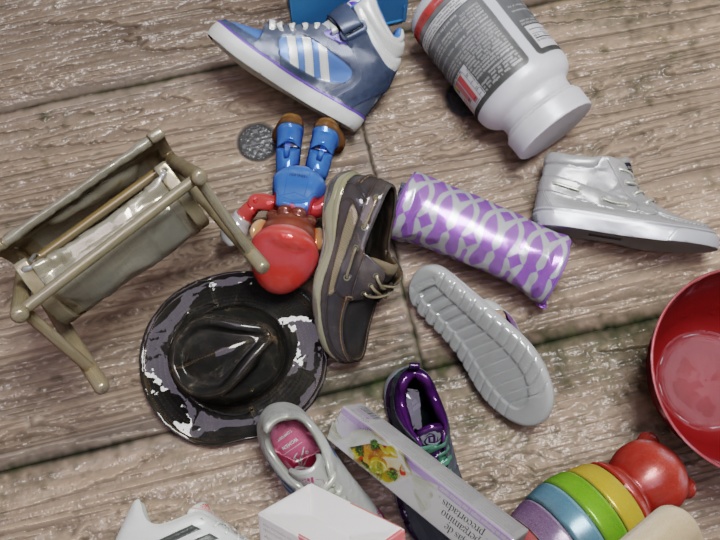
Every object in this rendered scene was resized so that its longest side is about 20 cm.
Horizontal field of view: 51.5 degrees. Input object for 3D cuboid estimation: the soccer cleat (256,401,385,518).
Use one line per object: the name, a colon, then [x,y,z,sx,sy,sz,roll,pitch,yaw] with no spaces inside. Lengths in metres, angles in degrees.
soccer cleat: [-0.036,0.216,0.720,0.070,0.086,0.200,-37,88,-10]

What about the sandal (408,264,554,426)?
sandal: [0.135,0.069,0.784,0.203,0.082,0.050,52,37,12]

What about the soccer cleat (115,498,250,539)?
soccer cleat: [-0.138,0.270,0.723,0.199,0.069,0.085,7,62,-1]

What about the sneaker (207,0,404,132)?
sneaker: [-0.048,-0.262,0.824,0.200,0.081,0.147,30,95,-13]

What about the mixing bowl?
mixing bowl: [0.370,0.105,0.753,0.200,0.108,0.201,0,77,-2]

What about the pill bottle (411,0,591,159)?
pill bottle: [0.156,-0.230,0.829,0.116,0.116,0.200,-33,79,-9]

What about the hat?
hat: [-0.134,0.082,0.761,0.200,0.081,0.201,0,75,-1]

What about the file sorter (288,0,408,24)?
file sorter: [-0.026,-0.368,0.818,0.138,0.200,0.123,-15,74,-5]

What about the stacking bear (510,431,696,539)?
stacking bear: [0.228,0.236,0.718,0.200,0.114,0.122,-29,60,-17]

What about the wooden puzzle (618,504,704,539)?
wooden puzzle: [0.210,0.306,0.569,0.185,0.037,0.200,-31,103,-17]

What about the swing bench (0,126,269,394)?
swing bench: [-0.232,-0.027,0.721,0.199,0.130,0.200,-39,42,-10]

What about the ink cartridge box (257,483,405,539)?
ink cartridge box: [-0.022,0.304,0.649,0.067,0.116,0.201,-19,112,-44]

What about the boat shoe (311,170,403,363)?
boat shoe: [0.000,0.000,0.759,0.073,0.074,0.201,7,100,31]

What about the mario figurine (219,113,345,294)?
mario figurine: [-0.074,-0.065,0.817,0.123,0.106,0.200,-8,60,35]

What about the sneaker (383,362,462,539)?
sneaker: [0.064,0.191,0.735,0.074,0.088,0.200,-15,76,-5]

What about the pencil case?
pencil case: [0.122,-0.034,0.798,0.200,0.084,0.086,24,114,7]

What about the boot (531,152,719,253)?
boot: [0.292,-0.078,0.814,0.199,0.074,0.096,10,83,2]

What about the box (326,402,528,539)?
box: [0.056,0.193,0.682,0.200,0.041,0.039,33,104,28]
